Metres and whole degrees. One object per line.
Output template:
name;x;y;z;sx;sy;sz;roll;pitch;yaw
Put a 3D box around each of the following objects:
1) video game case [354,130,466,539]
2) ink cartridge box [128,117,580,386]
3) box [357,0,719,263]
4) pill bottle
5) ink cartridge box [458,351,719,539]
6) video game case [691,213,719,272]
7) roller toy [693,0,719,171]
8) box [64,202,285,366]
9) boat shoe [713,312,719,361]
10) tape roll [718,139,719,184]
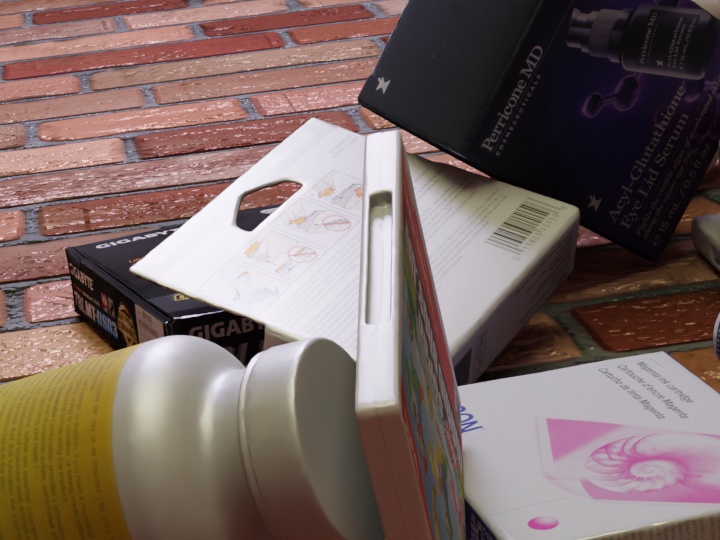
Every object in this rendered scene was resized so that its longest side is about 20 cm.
video game case;0.022;0.054;0.847;0.017;0.144;0.201;-9;31;7
ink cartridge box;0.000;0.000;1.156;0.172;0.044;0.200;19;36;22
box;0.120;-0.114;1.280;0.199;0.149;0.104;23;6;-44
pill bottle;-0.093;0.089;0.823;0.198;0.113;0.112;-16;12;22
ink cartridge box;0.131;0.086;0.965;0.198;0.044;0.196;-11;17;-13
video game case;0.311;-0.012;1.263;0.198;0.024;0.182;-7;17;-5
roller toy;0.163;-0.129;1.495;0.199;0.141;0.182;-5;15;-37
box;-0.051;0.008;1.272;0.198;0.050;0.198;-11;19;-21
boat shoe;0.276;0.021;1.079;0.198;0.074;0.068;-9;24;-23
tape roll;0.305;-0.049;1.236;0.198;0.067;0.200;-6;17;2
